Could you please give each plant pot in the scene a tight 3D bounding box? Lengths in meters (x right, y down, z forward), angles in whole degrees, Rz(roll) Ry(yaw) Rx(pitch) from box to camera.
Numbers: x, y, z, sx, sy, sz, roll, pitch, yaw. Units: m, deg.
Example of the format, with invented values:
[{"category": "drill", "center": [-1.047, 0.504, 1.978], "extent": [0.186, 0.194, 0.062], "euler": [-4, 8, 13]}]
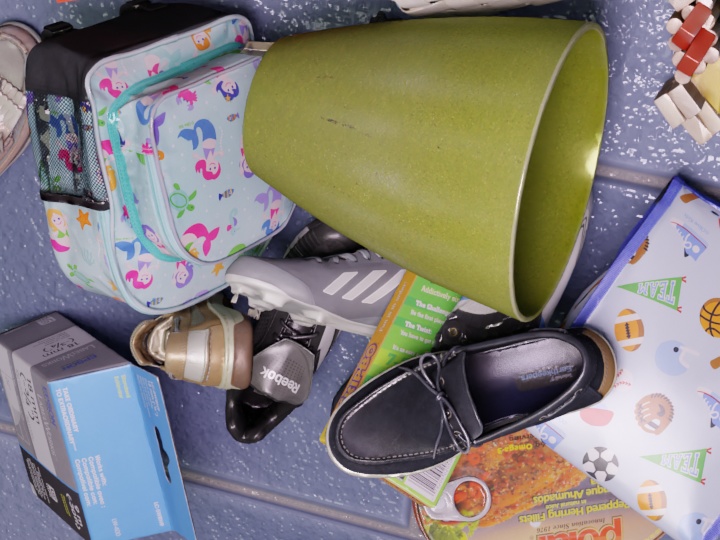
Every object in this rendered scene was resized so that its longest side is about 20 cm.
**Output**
[{"category": "plant pot", "center": [0.034, -0.084, 1.119], "extent": [0.199, 0.187, 0.188], "euler": [15, 117, 18]}]

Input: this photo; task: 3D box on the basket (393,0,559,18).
[{"category": "basket", "center": [0.079, -0.266, 1.116], "extent": [0.176, 0.139, 0.201], "euler": [-12, 74, 23]}]

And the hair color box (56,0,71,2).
[{"category": "hair color box", "center": [-0.107, -0.234, 1.208], "extent": [0.199, 0.102, 0.062], "euler": [-5, 112, 21]}]

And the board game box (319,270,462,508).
[{"category": "board game box", "center": [0.056, 0.054, 1.234], "extent": [0.095, 0.201, 0.030], "euler": [34, 167, -24]}]

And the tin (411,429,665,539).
[{"category": "tin", "center": [0.135, 0.156, 1.275], "extent": [0.199, 0.042, 0.113], "euler": [-7, 83, -6]}]

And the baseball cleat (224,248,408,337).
[{"category": "baseball cleat", "center": [0.000, 0.000, 1.257], "extent": [0.199, 0.070, 0.107], "euler": [19, 81, -29]}]

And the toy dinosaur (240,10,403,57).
[{"category": "toy dinosaur", "center": [0.020, -0.125, 1.221], "extent": [0.200, 0.047, 0.088], "euler": [38, 83, -23]}]

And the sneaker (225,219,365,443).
[{"category": "sneaker", "center": [-0.049, 0.053, 1.314], "extent": [0.066, 0.091, 0.200], "euler": [25, 121, -9]}]

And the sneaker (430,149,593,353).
[{"category": "sneaker", "center": [0.107, 0.013, 1.215], "extent": [0.072, 0.072, 0.201], "euler": [23, 87, 21]}]

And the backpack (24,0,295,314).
[{"category": "backpack", "center": [-0.133, -0.073, 1.241], "extent": [0.150, 0.177, 0.201], "euler": [20, 123, 35]}]

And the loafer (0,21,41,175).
[{"category": "loafer", "center": [-0.300, -0.098, 1.359], "extent": [0.072, 0.063, 0.200], "euler": [35, 120, 3]}]

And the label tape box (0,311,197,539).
[{"category": "label tape box", "center": [-0.208, 0.129, 1.363], "extent": [0.200, 0.063, 0.145], "euler": [23, 129, 57]}]

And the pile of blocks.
[{"category": "pile of blocks", "center": [0.229, -0.172, 1.136], "extent": [0.082, 0.062, 0.201], "euler": [3, 114, 19]}]

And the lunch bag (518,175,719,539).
[{"category": "lunch bag", "center": [0.222, 0.061, 1.204], "extent": [0.170, 0.124, 0.200], "euler": [35, 95, 4]}]

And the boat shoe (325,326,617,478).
[{"category": "boat shoe", "center": [0.066, 0.082, 1.143], "extent": [0.199, 0.062, 0.075], "euler": [-18, 77, 15]}]

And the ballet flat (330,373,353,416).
[{"category": "ballet flat", "center": [0.072, 0.125, 1.321], "extent": [0.199, 0.073, 0.073], "euler": [23, 118, 12]}]

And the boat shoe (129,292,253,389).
[{"category": "boat shoe", "center": [-0.130, 0.049, 1.293], "extent": [0.076, 0.200, 0.072], "euler": [0, 88, -13]}]
